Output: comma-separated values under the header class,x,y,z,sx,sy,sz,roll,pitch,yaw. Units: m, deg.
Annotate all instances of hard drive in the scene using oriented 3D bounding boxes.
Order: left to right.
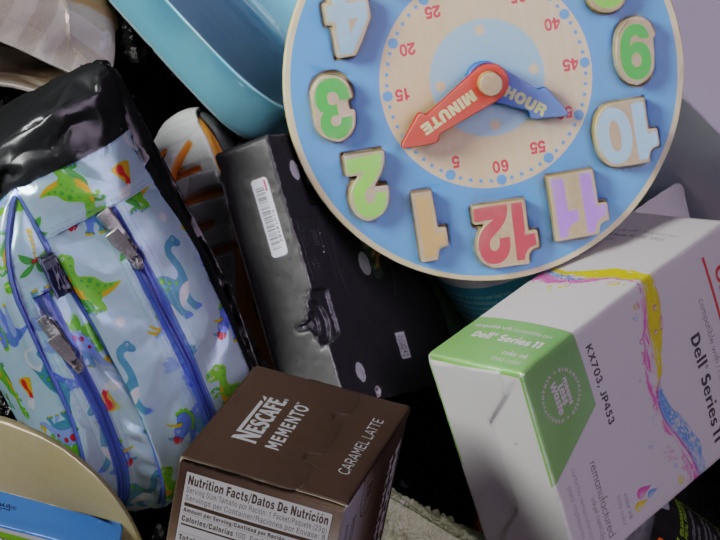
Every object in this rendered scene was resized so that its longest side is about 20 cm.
class,x,y,z,sx,sy,sz,roll,pitch,yaw
hard drive,0.000,0.000,1.116,0.200,0.038,0.140,-9,81,-65

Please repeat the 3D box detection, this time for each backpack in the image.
class,x,y,z,sx,sy,sz,roll,pitch,yaw
backpack,-0.127,0.018,1.046,0.154,0.163,0.200,-45,107,-21

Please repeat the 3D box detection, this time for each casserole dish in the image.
class,x,y,z,sx,sy,sz,roll,pitch,yaw
casserole dish,-0.075,-0.135,1.127,0.200,0.039,0.121,47,31,14

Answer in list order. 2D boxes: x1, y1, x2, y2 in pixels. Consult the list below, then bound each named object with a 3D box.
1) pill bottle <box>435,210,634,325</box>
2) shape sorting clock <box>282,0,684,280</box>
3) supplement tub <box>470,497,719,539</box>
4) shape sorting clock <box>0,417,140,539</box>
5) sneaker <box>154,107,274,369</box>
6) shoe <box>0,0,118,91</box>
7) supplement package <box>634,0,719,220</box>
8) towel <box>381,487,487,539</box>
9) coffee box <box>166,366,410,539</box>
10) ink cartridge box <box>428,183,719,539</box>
class,x,y,z,sx,sy,sz,roll,pitch,yaw
pill bottle,0.102,-0.002,1.155,0.111,0.110,0.200,-53,126,-28
shape sorting clock,0.061,-0.094,1.045,0.199,0.039,0.201,-2,102,-7
supplement tub,0.158,0.188,1.166,0.200,0.122,0.123,36,63,-16
shape sorting clock,-0.194,0.161,0.985,0.199,0.039,0.201,-1,105,-5
sneaker,-0.057,0.009,1.129,0.077,0.078,0.201,-19,91,-44
shoe,-0.213,-0.129,1.073,0.199,0.070,0.054,12,64,-28
supplement package,0.145,-0.128,1.193,0.191,0.200,0.147,44,62,-13
towel,0.029,0.194,1.081,0.199,0.036,0.149,26,96,0
coffee box,-0.045,0.161,0.987,0.079,0.114,0.201,15,111,10
ink cartridge box,0.136,0.048,1.073,0.200,0.067,0.118,-34,117,-34
